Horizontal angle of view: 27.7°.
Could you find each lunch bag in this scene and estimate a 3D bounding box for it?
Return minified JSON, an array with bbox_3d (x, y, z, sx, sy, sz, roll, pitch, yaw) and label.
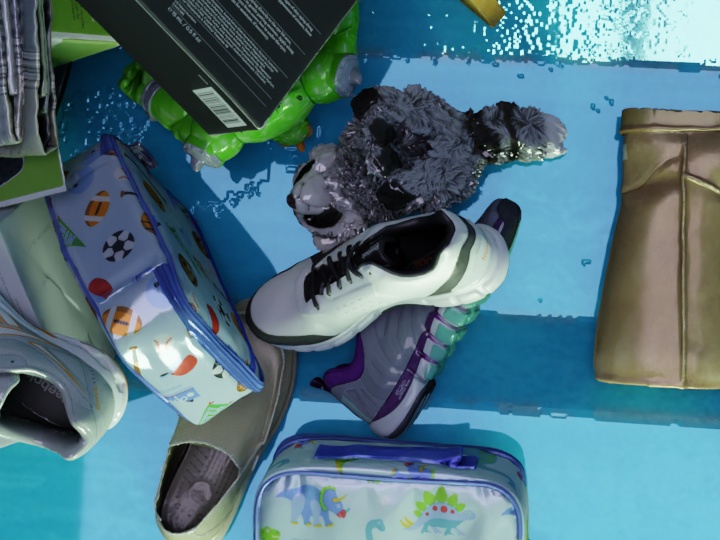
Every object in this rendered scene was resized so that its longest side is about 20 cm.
[{"bbox_3d":[0.024,0.200,1.060,0.199,0.082,0.161,2,107,7],"label":"lunch bag"},{"bbox_3d":[-0.143,0.004,1.036,0.075,0.160,0.200,-32,52,7],"label":"lunch bag"}]

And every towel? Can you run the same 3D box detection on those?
[{"bbox_3d":[-0.279,-0.172,0.986,0.199,0.034,0.194,2,95,38],"label":"towel"}]

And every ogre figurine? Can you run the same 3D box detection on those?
[{"bbox_3d":[-0.079,-0.148,1.067,0.199,0.098,0.120,-18,61,-4],"label":"ogre figurine"}]

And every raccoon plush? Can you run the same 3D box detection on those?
[{"bbox_3d":[0.042,-0.062,1.086,0.199,0.134,0.097,7,66,-24],"label":"raccoon plush"}]

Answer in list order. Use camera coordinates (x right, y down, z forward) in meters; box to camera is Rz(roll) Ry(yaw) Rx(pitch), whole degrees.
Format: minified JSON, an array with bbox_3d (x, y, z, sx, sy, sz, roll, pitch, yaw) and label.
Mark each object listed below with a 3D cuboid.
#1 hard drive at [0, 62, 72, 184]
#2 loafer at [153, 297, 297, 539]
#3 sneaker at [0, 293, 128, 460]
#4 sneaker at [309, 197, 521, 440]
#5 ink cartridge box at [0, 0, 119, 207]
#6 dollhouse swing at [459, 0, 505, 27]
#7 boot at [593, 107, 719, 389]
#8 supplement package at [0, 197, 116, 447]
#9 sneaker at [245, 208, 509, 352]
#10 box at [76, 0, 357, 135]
[{"bbox_3d":[-0.284,-0.172,1.124,0.134,0.042,0.201,15,92,5],"label":"hard drive"},{"bbox_3d":[-0.102,0.119,1.093,0.075,0.068,0.201,17,92,6],"label":"loafer"},{"bbox_3d":[-0.246,0.056,0.933,0.199,0.092,0.076,25,105,-6],"label":"sneaker"},{"bbox_3d":[0.040,0.023,1.078,0.087,0.074,0.200,31,94,10],"label":"sneaker"},{"bbox_3d":[-0.242,-0.146,1.029,0.147,0.076,0.201,-9,90,38],"label":"ink cartridge box"},{"bbox_3d":[0.097,-0.311,1.018,0.182,0.176,0.200,42,93,5],"label":"dollhouse swing"},{"bbox_3d":[0.263,-0.014,1.060,0.174,0.066,0.201,3,90,18],"label":"boot"},{"bbox_3d":[-0.306,0.049,1.058,0.199,0.152,0.151,-19,105,6],"label":"supplement package"},{"bbox_3d":[0.000,0.000,1.029,0.199,0.080,0.074,-20,65,21],"label":"sneaker"},{"bbox_3d":[-0.108,-0.206,0.939,0.200,0.079,0.141,46,69,-26],"label":"box"}]
